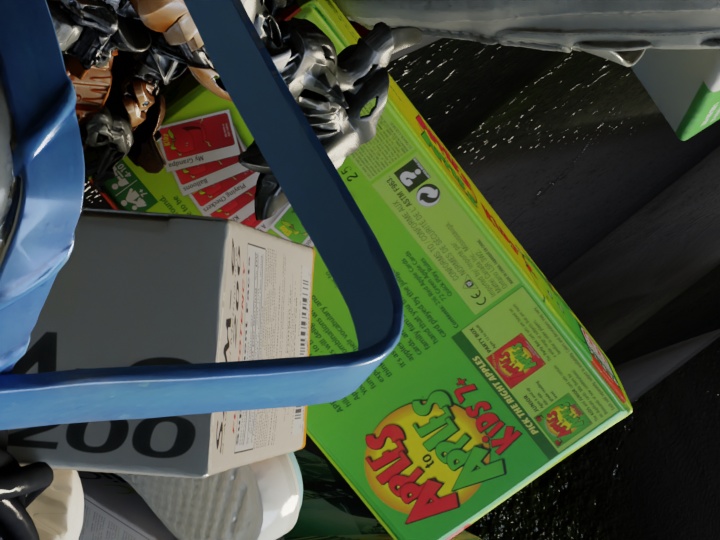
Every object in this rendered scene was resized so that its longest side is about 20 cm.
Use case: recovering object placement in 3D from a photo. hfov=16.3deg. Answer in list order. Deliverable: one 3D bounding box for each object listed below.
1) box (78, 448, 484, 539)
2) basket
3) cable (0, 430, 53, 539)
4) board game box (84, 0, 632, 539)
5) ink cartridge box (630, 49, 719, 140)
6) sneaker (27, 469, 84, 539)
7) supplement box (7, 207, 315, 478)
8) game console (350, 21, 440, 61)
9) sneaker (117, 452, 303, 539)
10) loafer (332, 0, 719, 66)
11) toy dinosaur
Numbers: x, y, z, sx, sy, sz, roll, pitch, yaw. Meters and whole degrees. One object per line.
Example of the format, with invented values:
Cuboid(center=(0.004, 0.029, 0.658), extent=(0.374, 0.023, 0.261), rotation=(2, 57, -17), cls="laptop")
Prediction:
Cuboid(center=(-0.047, 0.106, 1.012), extent=(0.144, 0.037, 0.200), rotation=(2, -168, -33), cls="box")
Cuboid(center=(-0.100, -0.038, 0.521), extent=(0.199, 0.177, 0.139), rotation=(-8, 149, -42), cls="basket")
Cuboid(center=(-0.132, 0.107, 0.607), extent=(0.200, 0.050, 0.164), rotation=(33, 69, -69), cls="cable")
Cuboid(center=(0.000, 0.000, 0.911), extent=(0.101, 0.200, 0.048), rotation=(-35, -158, 9), cls="board game box")
Cuboid(center=(0.191, -0.149, 0.951), extent=(0.199, 0.084, 0.146), rotation=(-32, 170, -8), cls="ink cartridge box")
Cuboid(center=(-0.144, 0.150, 0.833), extent=(0.100, 0.077, 0.201), rotation=(71, 37, -54), cls="sneaker")
Cuboid(center=(-0.087, 0.020, 0.770), extent=(0.125, 0.074, 0.200), rotation=(4, 178, 7), cls="supplement box")
Cuboid(center=(0.097, -0.150, 0.973), extent=(0.199, 0.031, 0.177), rotation=(-26, 166, -31), cls="game console")
Cuboid(center=(-0.055, 0.048, 0.958), extent=(0.082, 0.074, 0.200), rotation=(-19, -158, -21), cls="sneaker")
Cuboid(center=(0.073, -0.096, 0.831), extent=(0.199, 0.070, 0.070), rotation=(3, -131, 42), cls="loafer")
Cuboid(center=(-0.050, -0.078, 0.727), extent=(0.199, 0.103, 0.136), rotation=(-16, 158, 22), cls="toy dinosaur")
